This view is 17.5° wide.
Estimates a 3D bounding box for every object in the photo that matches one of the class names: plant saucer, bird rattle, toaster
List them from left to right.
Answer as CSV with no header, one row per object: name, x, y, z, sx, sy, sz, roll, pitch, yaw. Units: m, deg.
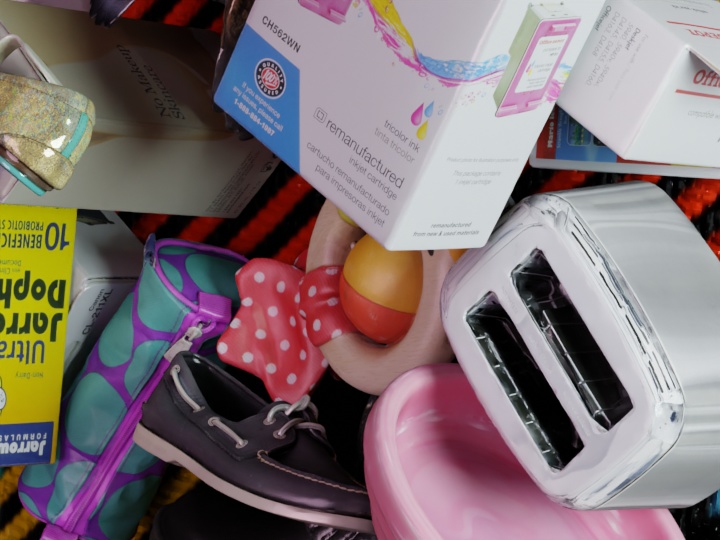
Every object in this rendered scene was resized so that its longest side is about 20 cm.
bird rattle,0.000,0.000,1.294,0.163,0.112,0.201,44,113,46
plant saucer,0.081,0.135,1.187,0.201,0.200,0.051,52,123,26
toaster,0.130,0.046,1.194,0.114,0.129,0.201,-42,65,31

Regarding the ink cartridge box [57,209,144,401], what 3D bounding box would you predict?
ink cartridge box,-0.233,-0.001,1.514,0.200,0.082,0.146,47,116,29

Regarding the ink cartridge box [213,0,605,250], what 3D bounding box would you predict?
ink cartridge box,0.032,-0.132,1.134,0.144,0.084,0.201,40,116,32

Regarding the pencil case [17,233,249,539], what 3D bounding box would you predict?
pencil case,-0.135,0.076,1.430,0.085,0.093,0.201,27,114,-10

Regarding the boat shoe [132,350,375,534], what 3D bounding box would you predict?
boat shoe,-0.054,0.093,1.286,0.199,0.072,0.063,19,91,49

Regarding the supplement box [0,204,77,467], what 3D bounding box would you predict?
supplement box,-0.249,0.013,1.404,0.109,0.108,0.202,8,95,38

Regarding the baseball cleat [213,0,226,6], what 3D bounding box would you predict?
baseball cleat,-0.068,-0.166,1.393,0.199,0.069,0.108,-2,88,39

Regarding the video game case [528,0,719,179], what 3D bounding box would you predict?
video game case,0.178,-0.121,1.228,0.199,0.017,0.144,6,93,38

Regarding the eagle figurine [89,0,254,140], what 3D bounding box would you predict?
eagle figurine,-0.066,-0.193,1.296,0.201,0.149,0.153,110,156,-54

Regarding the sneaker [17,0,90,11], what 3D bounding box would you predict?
sneaker,-0.176,-0.233,1.485,0.200,0.075,0.089,-42,53,32

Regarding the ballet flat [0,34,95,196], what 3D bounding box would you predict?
ballet flat,-0.215,-0.106,1.265,0.199,0.070,0.071,31,108,35

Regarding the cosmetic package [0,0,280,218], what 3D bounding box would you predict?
cosmetic package,-0.144,-0.093,1.369,0.071,0.199,0.105,-50,62,26

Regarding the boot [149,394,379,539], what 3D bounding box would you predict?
boot,-0.019,0.135,1.340,0.210,0.079,0.159,25,112,25

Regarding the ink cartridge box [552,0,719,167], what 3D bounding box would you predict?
ink cartridge box,0.137,-0.112,1.175,0.200,0.115,0.067,43,115,31
